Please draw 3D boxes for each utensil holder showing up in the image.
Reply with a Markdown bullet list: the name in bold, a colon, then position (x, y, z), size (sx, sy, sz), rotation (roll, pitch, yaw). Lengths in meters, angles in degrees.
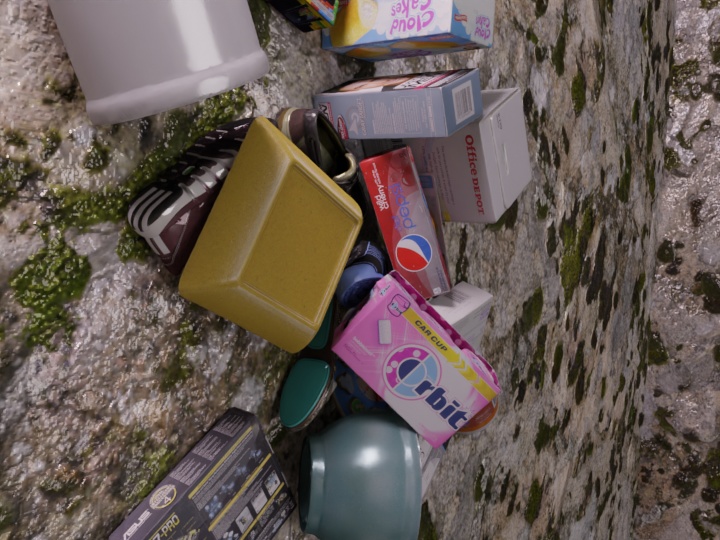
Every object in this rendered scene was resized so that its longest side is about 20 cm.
- **utensil holder**: position (-0.183, -0.248, 0.553), size (0.169, 0.167, 0.204), rotation (-38, 122, -44)

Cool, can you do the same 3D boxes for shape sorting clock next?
- **shape sorting clock**: position (0.029, 0.141, 0.976), size (0.197, 0.039, 0.205), rotation (4, 85, -45)

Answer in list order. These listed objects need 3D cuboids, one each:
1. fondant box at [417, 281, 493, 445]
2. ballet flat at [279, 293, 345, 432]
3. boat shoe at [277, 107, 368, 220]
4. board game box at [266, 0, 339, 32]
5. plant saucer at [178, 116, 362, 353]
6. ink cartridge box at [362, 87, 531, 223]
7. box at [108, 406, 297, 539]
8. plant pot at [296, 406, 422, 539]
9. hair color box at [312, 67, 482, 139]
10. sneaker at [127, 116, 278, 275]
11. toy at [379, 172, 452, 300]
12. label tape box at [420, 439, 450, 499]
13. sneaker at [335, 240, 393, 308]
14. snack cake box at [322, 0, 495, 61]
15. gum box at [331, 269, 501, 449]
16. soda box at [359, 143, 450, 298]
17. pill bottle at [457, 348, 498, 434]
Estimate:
- **fondant box**: position (0.116, 0.134, 0.946), size (0.143, 0.058, 0.204), rotation (-24, 130, -50)
- **ballet flat**: position (-0.052, 0.116, 0.869), size (0.075, 0.066, 0.205), rotation (37, 62, -59)
- **boat shoe**: position (-0.035, -0.128, 0.850), size (0.202, 0.065, 0.073), rotation (53, 54, -42)
- **board game box**: position (-0.091, -0.403, 0.745), size (0.199, 0.056, 0.169), rotation (26, 72, -51)
- **plant saucer**: position (-0.075, -0.027, 0.708), size (0.199, 0.048, 0.204), rotation (37, 71, -50)
- **ink cartridge box**: position (0.130, -0.168, 0.955), size (0.144, 0.197, 0.148), rotation (-42, 127, -41)
- **box**: position (-0.168, 0.287, 0.746), size (0.200, 0.048, 0.164), rotation (-47, 131, -39)
- **plant pot**: position (-0.012, 0.279, 0.853), size (0.131, 0.200, 0.206), rotation (5, 92, -11)
- **hair color box**: position (0.046, -0.211, 0.835), size (0.099, 0.197, 0.062), rotation (-36, 123, -43)
- **sneaker**: position (-0.152, -0.073, 0.708), size (0.200, 0.075, 0.117), rotation (-45, 136, -29)
- **toy**: position (0.067, -0.040, 0.958), size (0.047, 0.113, 0.204), rotation (-43, 128, -43)
- **label tape box**: position (0.074, 0.253, 1.054), size (0.145, 0.062, 0.202), rotation (-57, 136, -32)
- **sneaker**: position (0.000, 0.000, 0.879), size (0.079, 0.070, 0.200), rotation (57, 11, 12)
- **snack cake box**: position (0.059, -0.318, 0.839), size (0.114, 0.197, 0.069), rotation (-7, 102, -51)
- **gum box**: position (0.065, 0.107, 0.813), size (0.200, 0.113, 0.066), rotation (44, 14, -10)
- **soda box**: position (0.062, -0.063, 0.885), size (0.063, 0.069, 0.204), rotation (-62, 135, -74)
- **pill bottle**: position (0.164, 0.178, 1.126), size (0.113, 0.110, 0.202), rotation (-53, 133, -34)
